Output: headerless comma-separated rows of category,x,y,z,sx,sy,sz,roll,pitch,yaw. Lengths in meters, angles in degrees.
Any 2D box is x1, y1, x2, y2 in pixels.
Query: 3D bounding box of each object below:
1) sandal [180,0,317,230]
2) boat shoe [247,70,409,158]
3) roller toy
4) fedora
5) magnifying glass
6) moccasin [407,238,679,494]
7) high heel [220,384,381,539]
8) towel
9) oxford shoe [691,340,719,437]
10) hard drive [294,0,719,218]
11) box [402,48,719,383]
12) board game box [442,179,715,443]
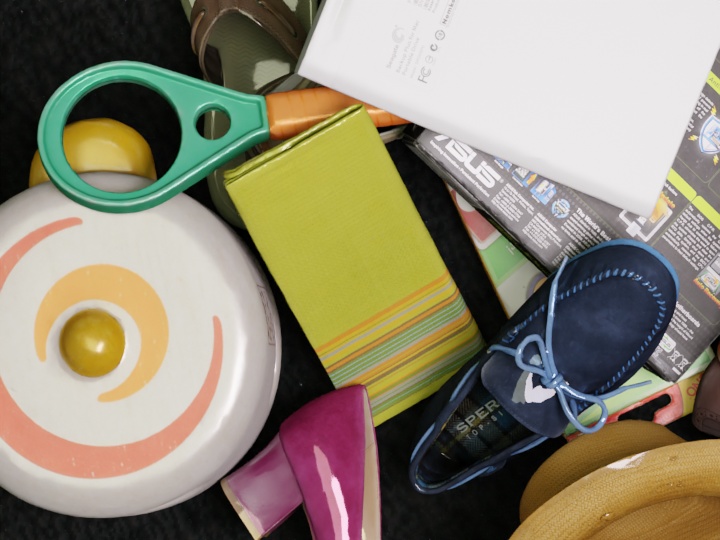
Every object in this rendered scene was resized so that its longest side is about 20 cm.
sandal,-0.059,-0.123,1.535,0.079,0.057,0.202,-9,86,3
boat shoe,0.031,-0.110,1.505,0.199,0.068,0.075,-34,106,-11
roller toy,-0.134,0.039,1.491,0.182,0.140,0.201,35,89,4
fedora,0.150,0.138,1.478,0.200,0.201,0.082,-28,46,2
magnifying glass,-0.069,-0.077,1.439,0.199,0.022,0.080,-7,74,-5
moccasin,0.097,0.063,1.461,0.080,0.068,0.200,38,130,-2
high heel,0.017,0.163,1.507,0.096,0.067,0.200,-36,84,7
towel,0.000,0.000,1.480,0.086,0.200,0.018,-30,41,-2
oxford shoe,0.277,0.093,1.509,0.199,0.071,0.073,25,122,-2
hard drive,0.082,-0.125,1.424,0.199,0.026,0.133,22,93,-9
box,0.157,-0.076,1.478,0.200,0.048,0.193,41,87,-13
board game box,0.121,-0.002,1.535,0.095,0.030,0.201,-25,88,2
